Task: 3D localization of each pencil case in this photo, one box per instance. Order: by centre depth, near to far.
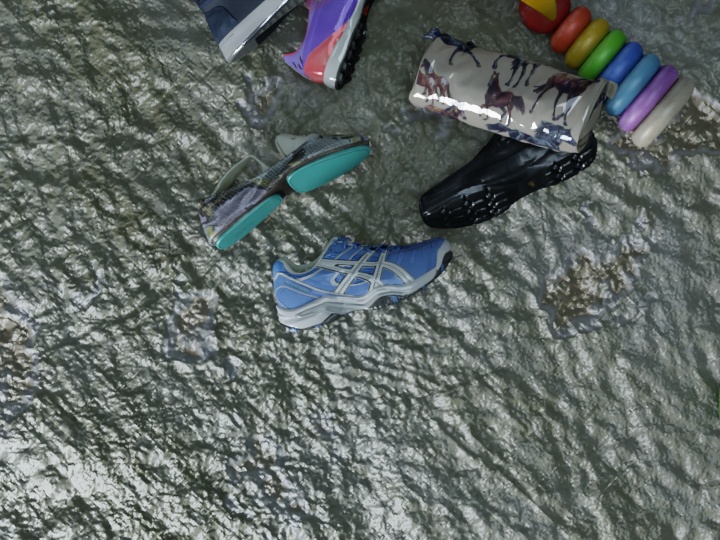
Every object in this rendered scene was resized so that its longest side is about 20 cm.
[{"bbox_3d":[0.151,-0.180,1.181,0.197,0.078,0.090,20,72,19],"label":"pencil case"}]

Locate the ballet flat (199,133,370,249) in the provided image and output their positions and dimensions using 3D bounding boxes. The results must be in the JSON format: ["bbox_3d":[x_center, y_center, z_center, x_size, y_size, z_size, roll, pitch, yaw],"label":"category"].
[{"bbox_3d":[-0.086,-0.102,1.228,0.199,0.072,0.073,-32,94,2],"label":"ballet flat"}]

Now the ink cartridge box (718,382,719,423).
[{"bbox_3d":[0.485,0.142,1.223,0.196,0.104,0.060,-1,96,0],"label":"ink cartridge box"}]

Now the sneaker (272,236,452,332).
[{"bbox_3d":[0.000,0.000,1.229,0.197,0.076,0.078,-19,99,1],"label":"sneaker"}]

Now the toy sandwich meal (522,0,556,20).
[{"bbox_3d":[0.145,-0.329,1.177,0.203,0.207,0.071,27,137,-2],"label":"toy sandwich meal"}]

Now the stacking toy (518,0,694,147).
[{"bbox_3d":[0.243,-0.221,1.212,0.199,0.085,0.086,41,95,4],"label":"stacking toy"}]

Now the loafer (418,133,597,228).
[{"bbox_3d":[0.149,-0.107,1.228,0.198,0.068,0.071,-26,58,2],"label":"loafer"}]

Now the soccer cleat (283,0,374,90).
[{"bbox_3d":[-0.016,-0.291,1.211,0.072,0.068,0.203,21,95,10],"label":"soccer cleat"}]

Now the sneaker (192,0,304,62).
[{"bbox_3d":[-0.105,-0.323,1.172,0.201,0.077,0.147,-33,91,32],"label":"sneaker"}]
